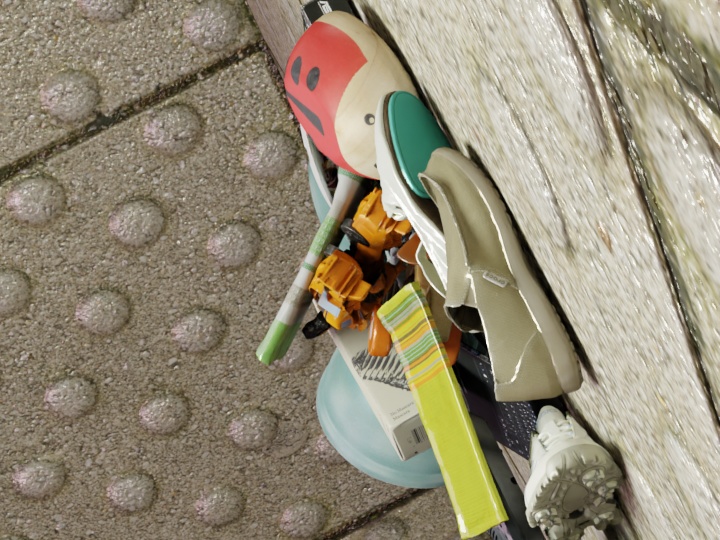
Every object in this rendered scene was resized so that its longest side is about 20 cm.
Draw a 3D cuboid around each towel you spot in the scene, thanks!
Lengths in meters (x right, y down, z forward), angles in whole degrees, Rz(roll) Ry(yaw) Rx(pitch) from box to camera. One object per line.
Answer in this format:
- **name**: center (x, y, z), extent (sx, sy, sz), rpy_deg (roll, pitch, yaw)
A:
- **towel**: center (-0.046, -0.010, 1.576), extent (0.031, 0.201, 0.149), rpy_deg (26, 180, 3)
- **towel**: center (0.063, 0.111, 1.351), extent (0.086, 0.018, 0.201), rpy_deg (128, 124, -68)

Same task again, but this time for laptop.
- **laptop**: center (0.133, 0.177, 1.560), extent (0.199, 0.103, 0.178), rpy_deg (30, 158, 33)

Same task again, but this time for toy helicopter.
- **toy helicopter**: center (0.059, 0.019, 1.448), extent (0.200, 0.078, 0.133), rpy_deg (-140, 58, -84)

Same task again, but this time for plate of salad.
- **plate of salad**: center (-0.012, -0.124, 1.724), extent (0.200, 0.048, 0.202), rpy_deg (-17, -90, -74)

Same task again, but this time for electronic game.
- **electronic game**: center (0.122, 0.206, 1.421), extent (0.201, 0.041, 0.200), rpy_deg (64, -179, -2)

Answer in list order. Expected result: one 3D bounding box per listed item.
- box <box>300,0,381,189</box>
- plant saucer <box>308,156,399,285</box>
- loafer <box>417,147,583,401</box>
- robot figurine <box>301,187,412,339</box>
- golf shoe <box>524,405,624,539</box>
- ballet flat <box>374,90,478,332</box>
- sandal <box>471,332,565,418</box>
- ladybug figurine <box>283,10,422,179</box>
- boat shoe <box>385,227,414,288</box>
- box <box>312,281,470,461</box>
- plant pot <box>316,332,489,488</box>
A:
- **box**: center (0.009, -0.148, 1.584), extent (0.201, 0.047, 0.193), rpy_deg (63, 180, 4)
- **plant saucer**: center (-0.005, -0.075, 1.826), extent (0.200, 0.036, 0.201), rpy_deg (47, -148, -43)
- **loafer**: center (0.084, 0.004, 1.184), extent (0.201, 0.068, 0.076), rpy_deg (63, 178, 22)
- **robot figurine**: center (0.000, 0.000, 1.539), extent (0.058, 0.145, 0.200), rpy_deg (33, 169, 7)
- **golf shoe**: center (0.151, 0.147, 1.306), extent (0.200, 0.078, 0.098), rpy_deg (71, 178, -69)
- **ballet flat**: center (0.053, -0.040, 1.279), extent (0.201, 0.069, 0.069), rpy_deg (61, 178, 18)
- **sandal**: center (0.119, 0.061, 1.398), extent (0.201, 0.043, 0.076), rpy_deg (65, 179, -20)
- **ladybug figurine**: center (-0.009, -0.139, 1.399), extent (0.200, 0.072, 0.137), rpy_deg (45, 155, 58)
- **boat shoe**: center (0.055, -0.011, 1.718), extent (0.072, 0.070, 0.201), rpy_deg (53, -174, -26)
- **box**: center (0.026, 0.076, 1.631), extent (0.200, 0.082, 0.069), rpy_deg (57, 174, 36)
- **plant pot**: center (0.063, 0.107, 1.778), extent (0.135, 0.199, 0.201), rpy_deg (107, 145, -46)
